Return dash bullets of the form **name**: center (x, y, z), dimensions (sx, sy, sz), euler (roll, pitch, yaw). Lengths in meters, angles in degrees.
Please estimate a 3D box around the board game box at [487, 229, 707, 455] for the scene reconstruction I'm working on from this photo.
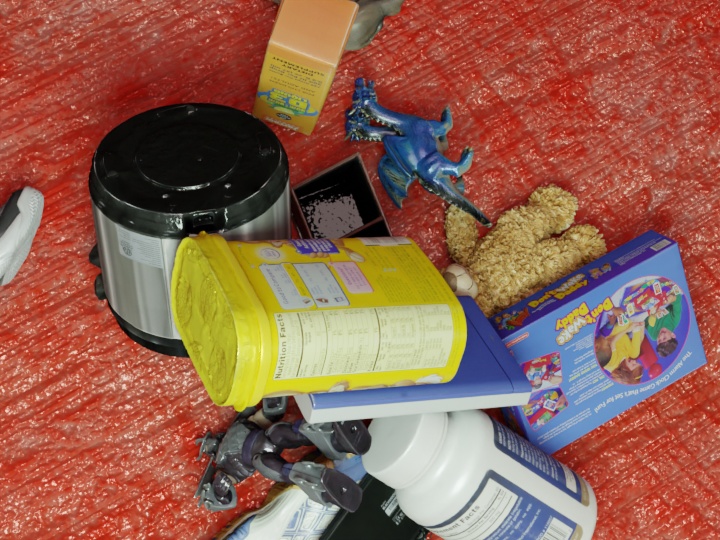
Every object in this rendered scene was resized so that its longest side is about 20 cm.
- **board game box**: center (0.215, 0.069, 1.309), dimensions (0.199, 0.045, 0.135), euler (-27, 116, -14)

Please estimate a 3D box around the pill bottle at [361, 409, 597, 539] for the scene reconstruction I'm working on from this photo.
- **pill bottle**: center (0.101, 0.185, 1.230), dimensions (0.199, 0.111, 0.112), euler (34, 72, -24)

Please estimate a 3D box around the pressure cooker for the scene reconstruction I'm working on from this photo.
- **pressure cooker**: center (-0.146, -0.023, 1.239), dimensions (0.177, 0.201, 0.176), euler (-18, 43, -19)

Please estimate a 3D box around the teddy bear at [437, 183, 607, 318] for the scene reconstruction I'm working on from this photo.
- **teddy bear**: center (0.140, -0.008, 1.340), dimensions (0.198, 0.067, 0.146), euler (-14, 76, -12)

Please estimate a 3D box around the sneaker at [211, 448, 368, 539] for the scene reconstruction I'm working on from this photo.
- **sneaker**: center (-0.048, 0.227, 1.261), dimensions (0.200, 0.075, 0.088), euler (-39, 95, -8)

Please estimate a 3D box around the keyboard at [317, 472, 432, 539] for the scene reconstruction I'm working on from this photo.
- **keyboard**: center (0.032, 0.211, 1.276), dimensions (0.200, 0.040, 0.104), euler (-49, 114, -23)

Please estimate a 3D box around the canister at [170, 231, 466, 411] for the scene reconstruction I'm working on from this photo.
- **canister**: center (-0.032, 0.034, 1.119), dimensions (0.198, 0.087, 0.149), euler (-2, 36, -27)

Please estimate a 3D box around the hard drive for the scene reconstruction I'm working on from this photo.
- **hard drive**: center (0.029, 0.071, 1.192), dimensions (0.198, 0.026, 0.132), euler (-2, 36, -25)

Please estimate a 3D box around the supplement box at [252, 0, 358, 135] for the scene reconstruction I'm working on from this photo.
- **supplement box**: center (-0.053, -0.188, 1.288), dimensions (0.066, 0.200, 0.069), euler (19, 78, -3)

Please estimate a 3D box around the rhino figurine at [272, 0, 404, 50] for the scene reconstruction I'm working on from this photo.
- **rhino figurine**: center (-0.052, -0.292, 1.386), dimensions (0.199, 0.060, 0.088), euler (37, 85, 5)

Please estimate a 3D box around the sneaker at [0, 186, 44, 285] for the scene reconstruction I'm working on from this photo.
- **sneaker**: center (-0.372, -0.009, 1.260), dimensions (0.113, 0.075, 0.201), euler (32, 76, -2)

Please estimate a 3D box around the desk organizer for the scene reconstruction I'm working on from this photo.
- **desk organizer**: center (0.000, 0.000, 1.312), dimensions (0.071, 0.077, 0.202), euler (-20, 80, -13)

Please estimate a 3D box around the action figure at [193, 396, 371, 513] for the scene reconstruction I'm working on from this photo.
- **action figure**: center (-0.078, 0.153, 1.222), dimensions (0.069, 0.199, 0.131), euler (37, 63, -38)

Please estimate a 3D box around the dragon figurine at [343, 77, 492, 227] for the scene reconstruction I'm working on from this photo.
- **dragon figurine**: center (0.050, -0.099, 1.337), dimensions (0.099, 0.059, 0.201), euler (-12, 59, -17)
